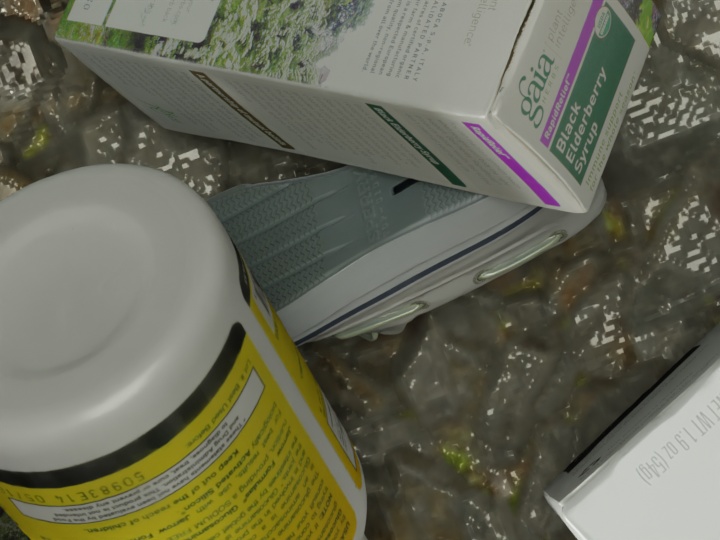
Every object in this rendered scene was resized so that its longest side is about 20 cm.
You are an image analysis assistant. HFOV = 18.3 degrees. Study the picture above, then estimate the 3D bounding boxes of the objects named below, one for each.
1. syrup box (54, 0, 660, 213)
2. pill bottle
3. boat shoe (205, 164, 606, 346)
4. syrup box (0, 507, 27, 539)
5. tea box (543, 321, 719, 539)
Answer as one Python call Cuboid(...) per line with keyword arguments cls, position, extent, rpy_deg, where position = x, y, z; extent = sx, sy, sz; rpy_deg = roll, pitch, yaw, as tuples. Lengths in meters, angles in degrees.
Cuboid(cls="syrup box", position=(-0.003, -0.086, 0.791), extent=(0.199, 0.081, 0.079), rpy_deg=(14, 75, 34))
Cuboid(cls="pill bottle", position=(-0.064, 0.066, 0.773), extent=(0.111, 0.201, 0.113), rpy_deg=(-12, 49, 14))
Cuboid(cls="boat shoe", position=(0.000, 0.000, 0.841), extent=(0.199, 0.067, 0.074), rpy_deg=(-21, 50, 23))
Cuboid(cls="syrup box", position=(-0.172, 0.080, 0.824), extent=(0.081, 0.079, 0.202), rpy_deg=(17, 88, 25))
Cuboid(cls="tea box", position=(0.202, 0.087, 0.797), extent=(0.200, 0.134, 0.197), rpy_deg=(-44, 87, 0))
